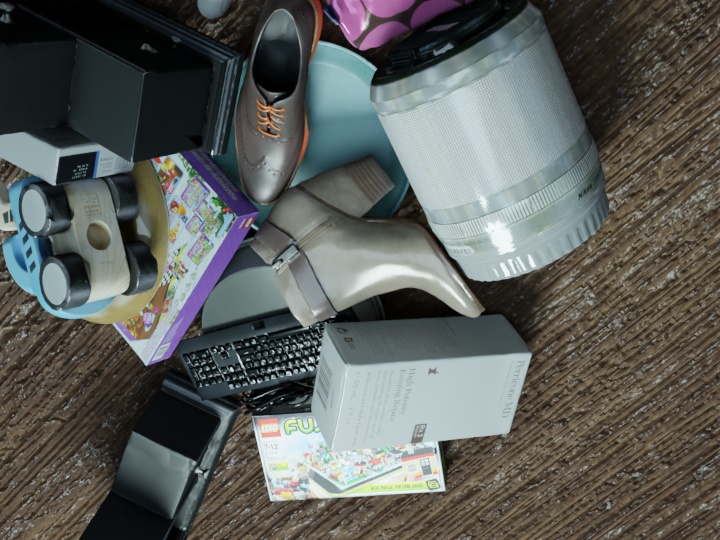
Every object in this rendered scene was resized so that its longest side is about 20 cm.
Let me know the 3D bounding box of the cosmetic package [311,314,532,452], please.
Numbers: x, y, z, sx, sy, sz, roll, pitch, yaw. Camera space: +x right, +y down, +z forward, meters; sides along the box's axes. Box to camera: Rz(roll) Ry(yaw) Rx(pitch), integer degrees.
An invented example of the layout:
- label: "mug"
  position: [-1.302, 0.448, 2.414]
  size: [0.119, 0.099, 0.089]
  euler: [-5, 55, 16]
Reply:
- label: "cosmetic package"
  position: [0.058, 0.106, 0.975]
  size: [0.196, 0.074, 0.103]
  euler: [-2, 121, -22]

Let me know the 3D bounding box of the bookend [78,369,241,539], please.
- label: "bookend"
  position: [-0.222, 0.248, 1.063]
  size: [0.091, 0.199, 0.203]
  euler: [24, 115, 0]

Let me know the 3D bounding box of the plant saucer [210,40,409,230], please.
- label: "plant saucer"
  position: [-0.044, -0.119, 0.961]
  size: [0.195, 0.036, 0.204]
  euler: [4, 114, 9]

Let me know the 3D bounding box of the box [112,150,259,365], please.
- label: "box"
  position: [-0.196, -0.028, 0.990]
  size: [0.137, 0.039, 0.201]
  euler: [46, 120, 16]

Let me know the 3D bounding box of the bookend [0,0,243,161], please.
- label: "bookend"
  position: [-0.238, -0.163, 0.839]
  size: [0.197, 0.199, 0.094]
  euler: [30, 119, 27]

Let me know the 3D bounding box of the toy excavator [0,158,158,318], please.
- label: "toy excavator"
  position: [-0.303, -0.046, 0.949]
  size: [0.198, 0.099, 0.198]
  euler: [-15, 90, 41]

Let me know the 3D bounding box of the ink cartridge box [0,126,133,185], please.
- label: "ink cartridge box"
  position: [-0.307, -0.136, 0.924]
  size: [0.198, 0.099, 0.040]
  euler: [28, 116, 24]

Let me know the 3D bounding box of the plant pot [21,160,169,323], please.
- label: "plant pot"
  position: [-0.269, -0.045, 0.991]
  size: [0.197, 0.027, 0.205]
  euler: [7, 103, 29]

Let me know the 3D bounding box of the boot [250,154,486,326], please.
- label: "boot"
  position: [0.000, 0.000, 0.926]
  size: [0.146, 0.070, 0.201]
  euler: [-39, 80, 3]

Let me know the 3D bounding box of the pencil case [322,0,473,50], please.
- label: "pencil case"
  position: [0.062, -0.262, 0.850]
  size: [0.197, 0.091, 0.095]
  euler: [-23, 118, 15]

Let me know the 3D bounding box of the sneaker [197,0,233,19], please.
- label: "sneaker"
  position: [-0.068, -0.287, 0.868]
  size: [0.099, 0.075, 0.200]
  euler: [38, 114, -8]

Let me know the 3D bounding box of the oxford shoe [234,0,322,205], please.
- label: "oxford shoe"
  position: [-0.081, -0.145, 0.895]
  size: [0.070, 0.073, 0.204]
  euler: [11, 116, 4]

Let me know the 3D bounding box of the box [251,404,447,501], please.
- label: "box"
  position: [-0.011, 0.187, 1.092]
  size: [0.196, 0.035, 0.112]
  euler: [-6, 112, 12]

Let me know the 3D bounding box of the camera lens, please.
- label: "camera lens"
  position: [0.110, -0.115, 0.867]
  size: [0.158, 0.161, 0.202]
  euler: [-22, 109, 18]

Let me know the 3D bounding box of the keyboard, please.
- label: "keyboard"
  position: [-0.084, 0.099, 1.006]
  size: [0.196, 0.040, 0.105]
  euler: [-15, 120, 22]

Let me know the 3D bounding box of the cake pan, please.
- label: "cake pan"
  position: [-0.073, 0.058, 1.023]
  size: [0.196, 0.037, 0.203]
  euler: [6, 126, 8]
